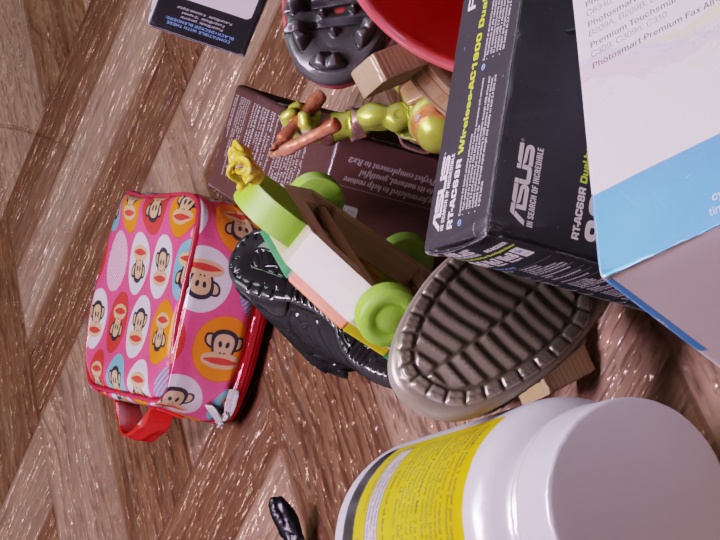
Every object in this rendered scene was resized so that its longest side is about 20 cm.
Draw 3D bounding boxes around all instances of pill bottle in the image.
[{"bbox_3d":[0.078,0.121,1.143,0.200,0.114,0.115,-26,54,62],"label":"pill bottle"}]

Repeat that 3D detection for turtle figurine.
[{"bbox_3d":[0.052,-0.101,1.350,0.161,0.199,0.065,-83,-26,-64],"label":"turtle figurine"}]

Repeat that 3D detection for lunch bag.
[{"bbox_3d":[-0.132,0.034,1.720,0.200,0.082,0.177,11,87,67],"label":"lunch bag"}]

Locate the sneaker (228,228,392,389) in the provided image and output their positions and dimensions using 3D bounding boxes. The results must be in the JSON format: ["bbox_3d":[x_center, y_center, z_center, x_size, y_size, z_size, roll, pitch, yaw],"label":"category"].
[{"bbox_3d":[-0.007,0.030,1.455,0.199,0.104,0.060,29,79,32],"label":"sneaker"}]

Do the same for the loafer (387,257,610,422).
[{"bbox_3d":[0.085,0.009,1.177,0.200,0.076,0.068,-42,-15,-28],"label":"loafer"}]

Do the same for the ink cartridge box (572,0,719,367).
[{"bbox_3d":[0.172,-0.076,0.978,0.125,0.128,0.201,-25,50,31],"label":"ink cartridge box"}]

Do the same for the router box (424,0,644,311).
[{"bbox_3d":[0.120,-0.088,1.120,0.062,0.149,0.201,-16,63,63],"label":"router box"}]

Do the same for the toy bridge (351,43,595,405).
[{"bbox_3d":[0.067,-0.034,1.251,0.027,0.067,0.201,-36,79,56],"label":"toy bridge"}]

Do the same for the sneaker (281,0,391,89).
[{"bbox_3d":[0.001,-0.162,1.355,0.098,0.071,0.201,79,-166,-48],"label":"sneaker"}]

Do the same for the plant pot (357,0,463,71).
[{"bbox_3d":[0.081,-0.224,1.259,0.178,0.200,0.201,-88,23,-55],"label":"plant pot"}]

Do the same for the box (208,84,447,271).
[{"bbox_3d":[-0.012,-0.054,1.471,0.200,0.100,0.075,35,109,65],"label":"box"}]

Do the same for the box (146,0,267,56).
[{"bbox_3d":[-0.054,-0.230,1.333,0.117,0.060,0.200,-83,15,-47],"label":"box"}]

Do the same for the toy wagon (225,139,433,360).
[{"bbox_3d":[0.000,0.000,1.287,0.040,0.200,0.155,-51,28,10],"label":"toy wagon"}]

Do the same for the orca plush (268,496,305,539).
[{"bbox_3d":[-0.032,0.183,1.416,0.106,0.071,0.200,-68,24,19],"label":"orca plush"}]
